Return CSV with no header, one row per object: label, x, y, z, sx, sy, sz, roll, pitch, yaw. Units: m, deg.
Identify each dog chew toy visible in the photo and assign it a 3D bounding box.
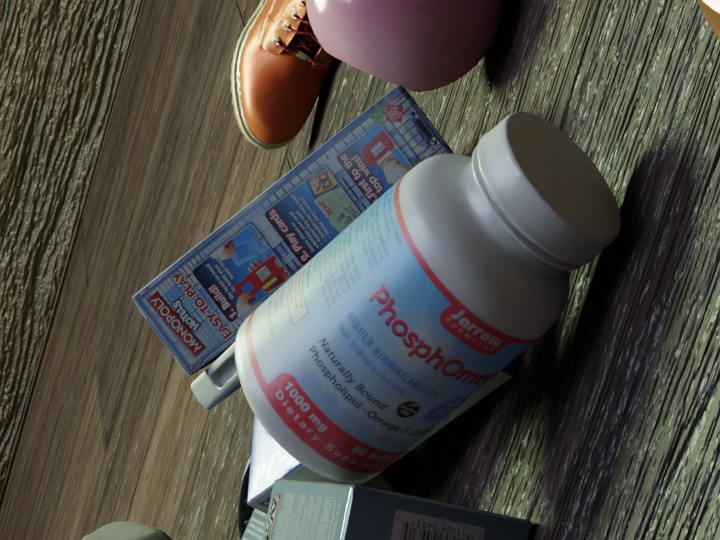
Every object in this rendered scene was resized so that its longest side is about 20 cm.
dog chew toy,0.047,-0.215,1.787,0.125,0.124,0.201,-126,59,-74

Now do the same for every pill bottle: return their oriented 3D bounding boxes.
pill bottle,0.036,0.012,1.484,0.200,0.109,0.109,-42,28,27

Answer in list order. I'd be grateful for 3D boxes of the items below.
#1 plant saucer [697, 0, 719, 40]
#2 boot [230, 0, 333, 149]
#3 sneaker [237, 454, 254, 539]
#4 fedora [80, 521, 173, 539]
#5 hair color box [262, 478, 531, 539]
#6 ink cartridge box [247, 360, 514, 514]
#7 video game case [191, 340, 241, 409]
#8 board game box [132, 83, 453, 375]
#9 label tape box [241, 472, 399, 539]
plant saucer,0.183,-0.183,1.229,0.200,0.037,0.201,-173,90,-69
boot,-0.046,-0.190,2.283,0.107,0.075,0.201,-148,73,-72
sneaker,-0.026,0.102,1.926,0.083,0.071,0.201,-2,-72,-78
fedora,-0.185,0.260,2.288,0.090,0.177,0.200,-49,-7,-31
hair color box,0.014,0.151,1.559,0.200,0.098,0.061,169,113,-77
ink cartridge box,0.010,0.062,1.660,0.200,0.044,0.094,-39,35,40
video game case,0.000,0.000,1.680,0.200,0.023,0.182,-36,-2,-21
board game box,-0.039,-0.019,1.737,0.200,0.062,0.200,-37,-2,-3
label tape box,-0.025,0.157,1.799,0.201,0.063,0.144,-67,11,-4
